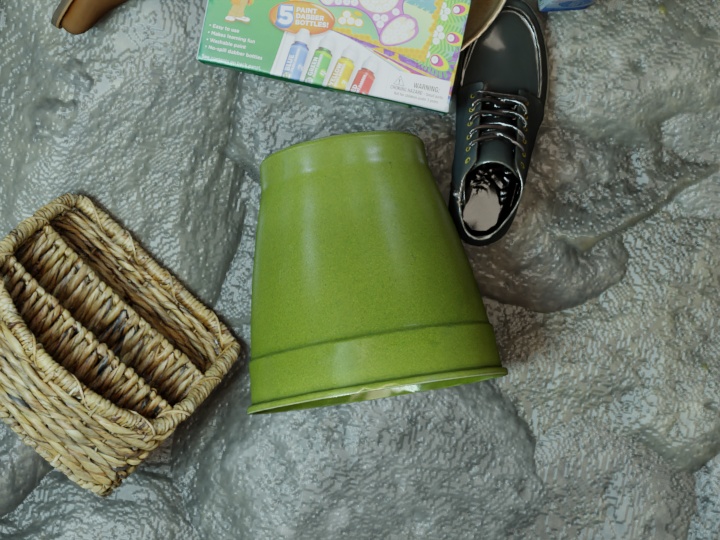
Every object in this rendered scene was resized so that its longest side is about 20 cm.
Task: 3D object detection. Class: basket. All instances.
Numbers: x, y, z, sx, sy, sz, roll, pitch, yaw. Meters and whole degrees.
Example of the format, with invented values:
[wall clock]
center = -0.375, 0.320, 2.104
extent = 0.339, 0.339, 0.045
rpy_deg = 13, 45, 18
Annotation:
[basket]
center = -0.215, 0.054, 1.089
extent = 0.149, 0.143, 0.200
rpy_deg = -45, 93, 6

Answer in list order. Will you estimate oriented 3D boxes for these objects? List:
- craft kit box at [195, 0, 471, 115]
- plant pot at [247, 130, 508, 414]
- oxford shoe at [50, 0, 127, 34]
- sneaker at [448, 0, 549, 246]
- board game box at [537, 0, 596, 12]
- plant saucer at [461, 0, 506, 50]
[craft kit box]
center = -0.009, -0.235, 1.059
extent = 0.199, 0.049, 0.198
rpy_deg = 11, 92, 1
[plant pot]
center = 0.000, 0.000, 1.067
extent = 0.199, 0.200, 0.194
rpy_deg = -8, 83, 3
[oxford shoe]
center = -0.155, -0.242, 1.098
extent = 0.200, 0.071, 0.071
rpy_deg = -37, 97, 3
[sneaker]
center = 0.111, -0.117, 1.080
extent = 0.074, 0.106, 0.201
rpy_deg = 6, 92, 1
[board game box]
center = 0.155, -0.299, 1.017
extent = 0.043, 0.199, 0.201
rpy_deg = -4, 96, 2
[plant saucer]
center = 0.027, -0.256, 1.100
extent = 0.199, 0.035, 0.201
rpy_deg = 0, 93, 7
